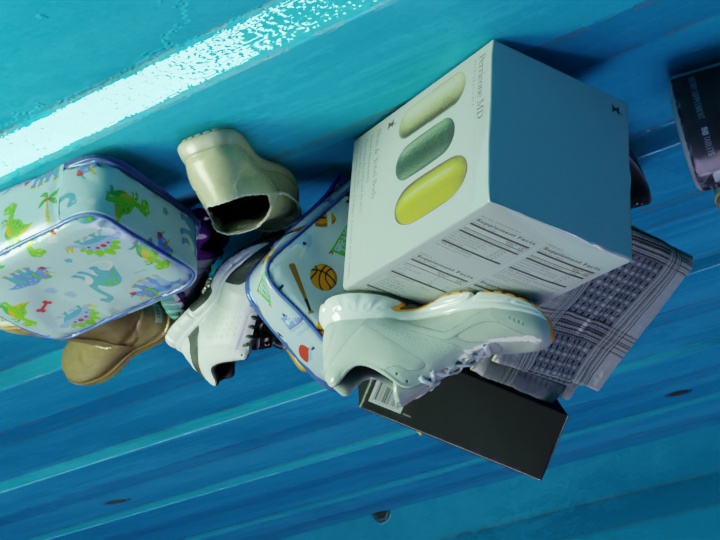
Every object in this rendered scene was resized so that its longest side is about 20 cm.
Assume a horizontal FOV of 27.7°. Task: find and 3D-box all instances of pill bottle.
[{"bbox_3d":[0.373,-0.144,1.249,0.199,0.107,0.106,-16,162,16],"label":"pill bottle"}]

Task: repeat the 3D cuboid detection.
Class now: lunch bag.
[{"bbox_3d":[-0.250,-0.016,1.286,0.199,0.083,0.161,-22,143,30],"label":"lunch bag"},{"bbox_3d":[0.000,0.000,1.345,0.200,0.160,0.076,-42,179,-31],"label":"lunch bag"}]

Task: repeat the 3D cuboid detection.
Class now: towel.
[{"bbox_3d":[0.216,0.044,1.398,0.192,0.035,0.200,19,115,-51],"label":"towel"}]

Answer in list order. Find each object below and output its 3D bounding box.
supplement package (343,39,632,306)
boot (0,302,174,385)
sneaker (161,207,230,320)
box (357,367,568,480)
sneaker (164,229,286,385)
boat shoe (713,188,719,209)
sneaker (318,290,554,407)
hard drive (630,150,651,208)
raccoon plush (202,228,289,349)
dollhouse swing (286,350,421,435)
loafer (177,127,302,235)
[{"bbox_3d":[0.104,-0.062,1.224,0.150,0.152,0.200,20,150,-29],"label":"supplement package"},{"bbox_3d":[-0.320,0.063,1.589,0.175,0.066,0.200,-33,156,24],"label":"boot"},{"bbox_3d":[-0.163,-0.006,1.441,0.087,0.075,0.200,-16,162,1],"label":"sneaker"},{"bbox_3d":[0.101,0.130,1.510,0.199,0.079,0.141,22,-176,-4],"label":"box"},{"bbox_3d":[-0.113,0.036,1.426,0.074,0.080,0.200,-26,162,-47],"label":"sneaker"},{"bbox_3d":[0.452,-0.088,1.523,0.071,0.076,0.200,1,160,-33],"label":"boat shoe"},{"bbox_3d":[0.062,0.072,1.223,0.199,0.092,0.076,-2,153,11],"label":"sneaker"},{"bbox_3d":[0.207,-0.091,1.428,0.134,0.043,0.200,-15,162,17],"label":"hard drive"},{"bbox_3d":[-0.117,-0.002,1.512,0.199,0.135,0.097,15,-158,30],"label":"raccoon plush"},{"bbox_3d":[-0.012,0.110,1.725,0.181,0.177,0.200,-8,164,-8],"label":"dollhouse swing"},{"bbox_3d":[-0.105,-0.063,1.289,0.075,0.069,0.200,-15,163,15],"label":"loafer"}]
